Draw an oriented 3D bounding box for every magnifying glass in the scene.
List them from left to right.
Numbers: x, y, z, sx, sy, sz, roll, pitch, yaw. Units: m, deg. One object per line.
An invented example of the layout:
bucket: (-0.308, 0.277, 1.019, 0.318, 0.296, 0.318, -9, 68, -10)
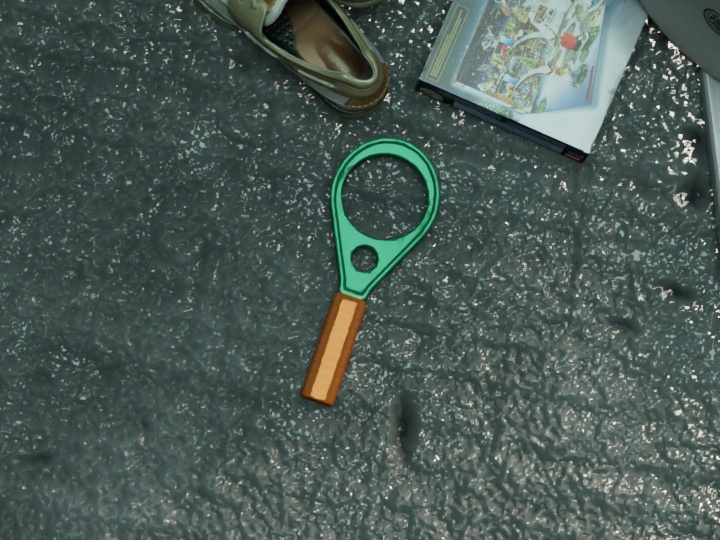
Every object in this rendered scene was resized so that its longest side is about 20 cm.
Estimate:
magnifying glass: (0.000, 0.000, 1.744, 0.079, 0.022, 0.200, 19, 79, -1)

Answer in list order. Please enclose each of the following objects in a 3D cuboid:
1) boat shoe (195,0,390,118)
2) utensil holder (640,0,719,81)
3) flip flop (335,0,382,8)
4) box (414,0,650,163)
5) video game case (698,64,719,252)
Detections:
boat shoe: (-0.057, -0.194, 1.745, 0.200, 0.068, 0.075, 39, 81, 3)
utensil holder: (0.313, -0.241, 1.716, 0.170, 0.170, 0.200, 40, 78, 3)
flip flop: (0.037, -0.262, 1.762, 0.081, 0.058, 0.200, 10, 60, 31)
box: (0.141, -0.198, 1.772, 0.136, 0.038, 0.200, 24, 81, 1)
video game case: (0.349, -0.060, 1.771, 0.181, 0.023, 0.201, -5, 81, -4)
